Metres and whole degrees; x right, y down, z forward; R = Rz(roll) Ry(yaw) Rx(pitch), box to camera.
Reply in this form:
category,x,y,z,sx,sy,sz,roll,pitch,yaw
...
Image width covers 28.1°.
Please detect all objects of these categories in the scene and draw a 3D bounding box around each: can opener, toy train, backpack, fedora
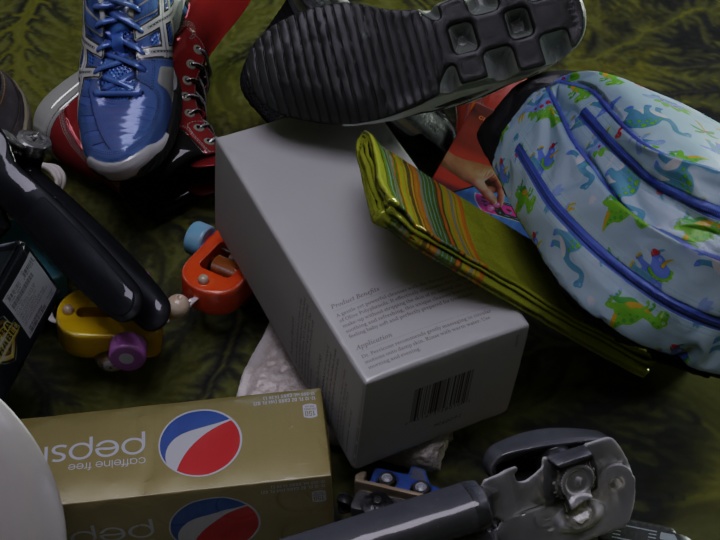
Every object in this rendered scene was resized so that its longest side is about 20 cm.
category,x,y,z,sx,sy,sz,roll,pitch,yaw
can opener,-0.185,-0.025,0.877,0.200,0.079,0.063,35,14,25
toy train,0.085,0.140,0.787,0.199,0.034,0.046,10,43,11
can opener,0.047,0.131,0.751,0.199,0.054,0.067,-15,17,-10
backpack,0.164,-0.028,0.789,0.163,0.154,0.200,26,36,-18
toy train,-0.153,0.004,0.919,0.199,0.056,0.150,18,46,16
fedora,-0.021,-0.127,0.993,0.092,0.200,0.201,-43,49,11

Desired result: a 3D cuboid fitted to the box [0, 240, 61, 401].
category,x,y,z,sx,sy,sz,roll,pitch,yaw
box,-0.284,0.065,0.815,0.199,0.046,0.159,-8,41,28

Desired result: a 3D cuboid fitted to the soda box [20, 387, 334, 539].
category,x,y,z,sx,sy,sz,roll,pitch,yaw
soda box,-0.115,0.118,0.791,0.199,0.068,0.064,-6,46,-4

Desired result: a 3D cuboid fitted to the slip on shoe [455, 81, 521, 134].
category,x,y,z,sx,sy,sz,roll,pitch,yaw
slip on shoe,0.101,-0.103,1.008,0.074,0.061,0.201,-2,47,-4

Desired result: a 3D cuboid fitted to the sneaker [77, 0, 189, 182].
category,x,y,z,sx,sy,sz,roll,pitch,yaw
sneaker,-0.161,-0.152,0.962,0.075,0.077,0.201,-7,63,10

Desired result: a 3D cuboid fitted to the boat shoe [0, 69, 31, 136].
category,x,y,z,sx,sy,sz,roll,pitch,yaw
boat shoe,-0.279,-0.079,0.973,0.074,0.073,0.201,-15,42,19

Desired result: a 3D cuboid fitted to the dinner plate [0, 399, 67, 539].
category,x,y,z,sx,sy,sz,roll,pitch,yaw
dinner plate,-0.244,0.132,0.704,0.199,0.201,0.024,3,13,5

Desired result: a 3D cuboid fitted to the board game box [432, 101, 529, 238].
category,x,y,z,sx,sy,sz,roll,pitch,yaw
board game box,0.142,-0.028,0.923,0.199,0.019,0.103,26,56,7

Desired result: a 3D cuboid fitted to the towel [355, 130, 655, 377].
category,x,y,z,sx,sy,sz,roll,pitch,yaw
towel,0.082,-0.010,0.808,0.200,0.018,0.086,30,26,-25

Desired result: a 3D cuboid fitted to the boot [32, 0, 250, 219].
category,x,y,z,sx,sy,sz,roll,pitch,yaw
boot,-0.115,-0.127,1.019,0.144,0.073,0.200,31,70,29

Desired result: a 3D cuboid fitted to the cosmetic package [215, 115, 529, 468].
category,x,y,z,sx,sy,sz,roll,pitch,yaw
cosmetic package,0.000,0.000,0.839,0.107,0.085,0.200,-17,52,-20

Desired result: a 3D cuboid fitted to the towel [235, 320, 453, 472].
category,x,y,z,sx,sy,sz,roll,pitch,yaw
towel,0.017,0.031,0.897,0.132,0.035,0.200,13,47,15

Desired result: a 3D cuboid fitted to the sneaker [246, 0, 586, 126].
category,x,y,z,sx,sy,sz,roll,pitch,yaw
sneaker,0.031,-0.122,0.867,0.199,0.089,0.074,-9,84,-5
